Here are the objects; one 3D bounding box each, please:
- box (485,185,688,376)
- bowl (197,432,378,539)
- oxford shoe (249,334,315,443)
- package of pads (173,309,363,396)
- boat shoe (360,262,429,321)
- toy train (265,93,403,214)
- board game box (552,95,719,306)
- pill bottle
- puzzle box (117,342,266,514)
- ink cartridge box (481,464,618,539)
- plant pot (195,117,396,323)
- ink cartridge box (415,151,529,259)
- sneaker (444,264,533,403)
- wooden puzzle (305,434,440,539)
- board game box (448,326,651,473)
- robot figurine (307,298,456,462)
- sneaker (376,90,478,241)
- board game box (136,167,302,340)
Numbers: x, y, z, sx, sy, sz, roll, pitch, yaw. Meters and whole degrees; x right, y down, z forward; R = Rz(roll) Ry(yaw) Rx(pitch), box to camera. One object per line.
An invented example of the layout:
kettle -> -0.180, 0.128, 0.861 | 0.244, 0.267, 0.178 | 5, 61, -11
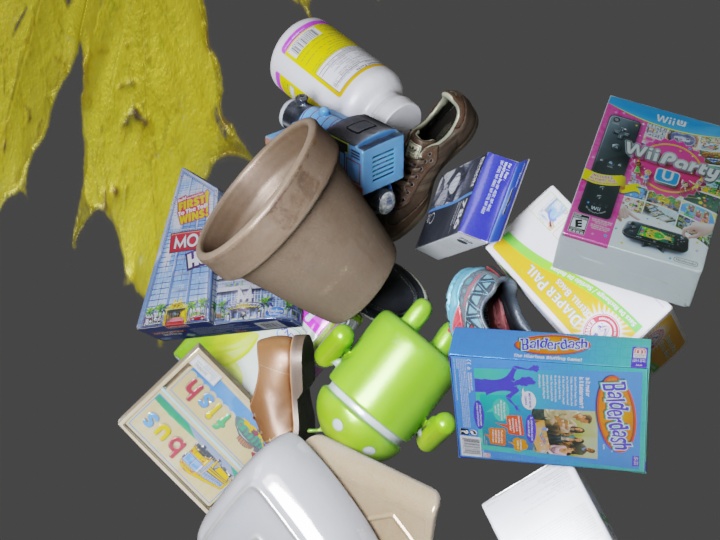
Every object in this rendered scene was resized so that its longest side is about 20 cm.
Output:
box -> 0.244, 0.025, 1.437 | 0.101, 0.112, 0.200 | -42, 60, 3
bowl -> -0.088, 0.304, 1.449 | 0.200, 0.074, 0.200 | 50, 122, 17
oxford shoe -> -0.090, 0.172, 1.509 | 0.070, 0.071, 0.204 | 1, 92, 13
package of pads -> -0.109, 0.082, 1.608 | 0.200, 0.068, 0.154 | -49, 59, 4
boat shoe -> 0.000, 0.000, 1.593 | 0.199, 0.062, 0.075 | 40, 88, 30
toy train -> -0.031, -0.136, 1.582 | 0.086, 0.116, 0.199 | -23, 38, -35
board game box -> 0.298, -0.075, 1.386 | 0.145, 0.065, 0.202 | 17, 54, 12
pill bottle -> -0.016, -0.225, 1.662 | 0.105, 0.104, 0.200 | -49, 59, 1
puzzle box -> -0.166, 0.199, 1.541 | 0.133, 0.025, 0.200 | -43, 102, 6
ink cartridge box -> 0.218, 0.306, 1.379 | 0.108, 0.050, 0.202 | -31, 62, 10
plant pot -> -0.055, -0.038, 1.470 | 0.200, 0.174, 0.201 | -44, 19, 19
ink cartridge box -> 0.122, -0.073, 1.500 | 0.039, 0.200, 0.101 | 24, 78, -13
sneaker -> 0.147, 0.096, 1.431 | 0.095, 0.078, 0.203 | -8, 96, 59
wooden puzzle -> 0.005, 0.300, 1.455 | 0.184, 0.046, 0.203 | 20, 109, 34
board game box -> 0.194, 0.132, 1.354 | 0.197, 0.154, 0.045 | 4, 41, 14
robot figurine -> 0.031, 0.127, 1.496 | 0.175, 0.116, 0.201 | 39, 89, 0
sneaker -> 0.063, -0.131, 1.604 | 0.070, 0.075, 0.201 | 31, 85, 31
board game box -> -0.164, -0.028, 1.598 | 0.197, 0.062, 0.203 | -7, 70, 25
